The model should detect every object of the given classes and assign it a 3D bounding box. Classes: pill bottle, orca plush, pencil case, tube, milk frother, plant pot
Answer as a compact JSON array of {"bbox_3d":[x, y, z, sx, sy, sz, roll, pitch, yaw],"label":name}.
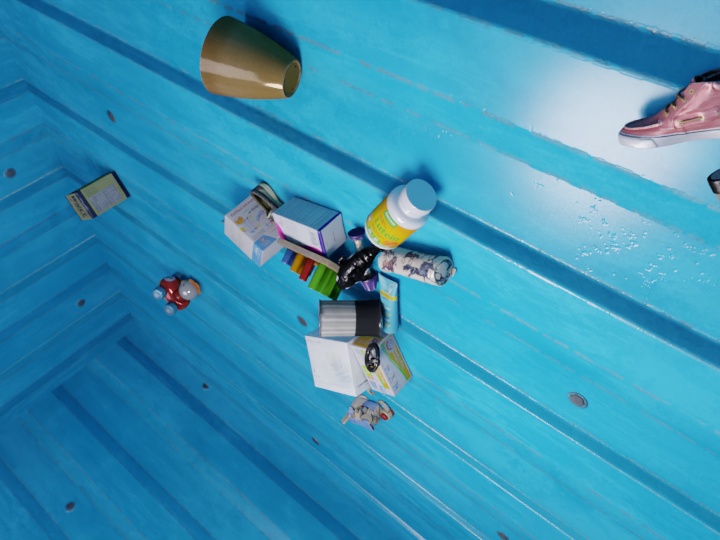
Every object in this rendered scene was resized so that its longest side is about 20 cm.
[{"bbox_3d":[0.098,-0.137,1.395,0.111,0.111,0.200,48,148,-1],"label":"pill bottle"},{"bbox_3d":[0.000,0.000,1.615,0.199,0.071,0.105,-27,117,24],"label":"orca plush"},{"bbox_3d":[0.146,-0.014,1.505,0.199,0.089,0.078,15,107,41],"label":"pencil case"},{"bbox_3d":[0.087,0.101,1.730,0.077,0.050,0.201,25,137,34],"label":"tube"},{"bbox_3d":[-0.033,0.196,1.746,0.187,0.201,0.181,0,145,-5],"label":"milk frother"},{"bbox_3d":[-0.252,-0.491,1.401,0.199,0.187,0.187,23,142,13],"label":"plant pot"}]

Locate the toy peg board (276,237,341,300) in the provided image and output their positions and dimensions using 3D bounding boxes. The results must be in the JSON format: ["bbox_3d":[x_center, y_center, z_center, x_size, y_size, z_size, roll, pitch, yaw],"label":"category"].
[{"bbox_3d":[-0.146,0.005,1.758,0.198,0.098,0.200,23,174,29],"label":"toy peg board"}]

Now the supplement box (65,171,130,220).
[{"bbox_3d":[-1.212,-0.342,2.664,0.199,0.200,0.135,1,125,49],"label":"supplement box"}]

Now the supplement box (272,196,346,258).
[{"bbox_3d":[-0.151,-0.130,1.712,0.199,0.103,0.102,22,141,33],"label":"supplement box"}]

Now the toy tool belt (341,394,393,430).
[{"bbox_3d":[0.024,0.567,2.225,0.199,0.123,0.125,4,128,48],"label":"toy tool belt"}]

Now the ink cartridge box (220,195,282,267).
[{"bbox_3d":[-0.354,-0.140,1.910,0.200,0.129,0.125,42,153,7],"label":"ink cartridge box"}]

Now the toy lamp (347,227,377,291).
[{"bbox_3d":[0.011,-0.028,1.672,0.058,0.058,0.201,19,135,38],"label":"toy lamp"}]

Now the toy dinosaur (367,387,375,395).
[{"bbox_3d":[0.038,0.393,2.083,0.199,0.058,0.102,-15,110,34],"label":"toy dinosaur"}]

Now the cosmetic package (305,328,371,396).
[{"bbox_3d":[-0.068,0.303,1.992,0.198,0.123,0.201,3,109,41],"label":"cosmetic package"}]

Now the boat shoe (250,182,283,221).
[{"bbox_3d":[-0.273,-0.185,1.831,0.201,0.066,0.072,51,148,-4],"label":"boat shoe"}]

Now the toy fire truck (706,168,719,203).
[{"bbox_3d":[0.607,-0.138,0.782,0.199,0.176,0.129,-30,103,15],"label":"toy fire truck"}]

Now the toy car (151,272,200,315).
[{"bbox_3d":[-0.847,0.086,2.760,0.199,0.185,0.177,-25,106,27],"label":"toy car"}]

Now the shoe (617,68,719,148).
[{"bbox_3d":[0.486,-0.243,0.863,0.199,0.071,0.091,3,126,42],"label":"shoe"}]

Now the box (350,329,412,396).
[{"bbox_3d":[0.070,0.298,1.903,0.112,0.101,0.201,5,128,48],"label":"box"}]
